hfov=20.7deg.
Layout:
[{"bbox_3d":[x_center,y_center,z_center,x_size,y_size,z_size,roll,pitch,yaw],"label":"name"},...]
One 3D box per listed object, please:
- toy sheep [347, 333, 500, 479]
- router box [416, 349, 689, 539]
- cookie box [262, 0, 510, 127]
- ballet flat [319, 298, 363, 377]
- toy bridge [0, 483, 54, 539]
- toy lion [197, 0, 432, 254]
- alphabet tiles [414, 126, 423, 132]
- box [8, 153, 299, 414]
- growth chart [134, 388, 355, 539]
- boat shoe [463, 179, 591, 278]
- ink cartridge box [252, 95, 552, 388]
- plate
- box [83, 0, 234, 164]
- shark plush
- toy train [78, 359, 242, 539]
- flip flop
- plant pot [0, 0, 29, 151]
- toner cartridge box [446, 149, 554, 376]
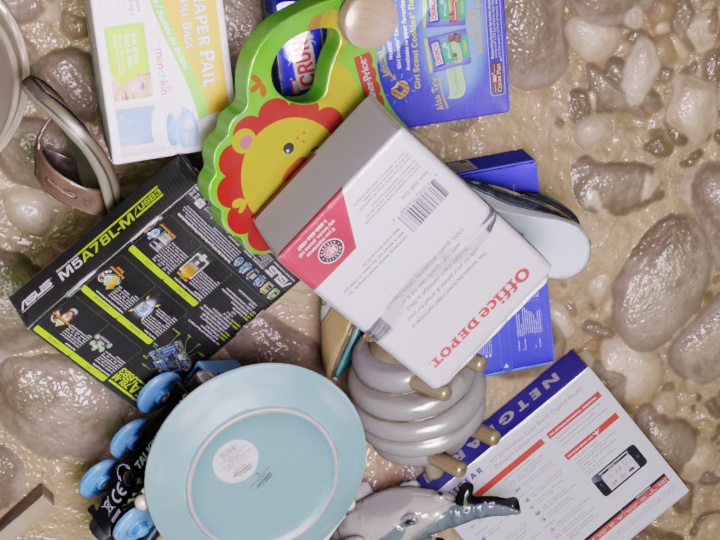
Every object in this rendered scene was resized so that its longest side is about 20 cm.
[{"bbox_3d":[0.054,0.114,1.769,0.138,0.138,0.200,-14,124,-8],"label":"toy sheep"},{"bbox_3d":[0.186,0.206,1.895,0.200,0.049,0.180,-39,112,2],"label":"router box"},{"bbox_3d":[0.020,-0.211,1.690,0.199,0.075,0.172,-9,113,-10],"label":"cookie box"},{"bbox_3d":[0.000,0.000,1.782,0.063,0.069,0.200,29,101,7],"label":"ballet flat"},{"bbox_3d":[-0.309,0.225,1.798,0.067,0.027,0.200,-40,113,5],"label":"toy bridge"},{"bbox_3d":[-0.048,-0.116,1.613,0.191,0.069,0.200,-24,118,-17],"label":"toy lion"},{"bbox_3d":[-0.020,-0.153,1.746,0.167,0.008,0.200,24,102,-20],"label":"alphabet tiles"},{"bbox_3d":[-0.172,0.016,1.699,0.193,0.048,0.200,-39,145,4],"label":"box"},{"bbox_3d":[-0.096,0.198,1.720,0.200,0.018,0.145,40,94,-30],"label":"growth chart"},{"bbox_3d":[0.102,-0.044,1.730,0.200,0.091,0.071,18,103,-3],"label":"boat shoe"},{"bbox_3d":[0.036,-0.020,1.609,0.144,0.084,0.200,-46,120,6],"label":"ink cartridge box"},{"bbox_3d":[-0.086,0.175,1.692,0.200,0.026,0.201,-8,114,-18],"label":"plate"},{"bbox_3d":[-0.171,-0.203,1.642,0.112,0.101,0.201,-10,111,-9],"label":"box"},{"bbox_3d":[0.052,0.232,1.844,0.200,0.091,0.083,-24,128,11],"label":"shark plush"},{"bbox_3d":[-0.167,0.167,1.766,0.114,0.087,0.200,2,129,-53],"label":"toy train"},{"bbox_3d":[-0.241,-0.077,1.663,0.057,0.081,0.200,-30,134,-12],"label":"flip flop"},{"bbox_3d":[-0.360,-0.136,1.577,0.200,0.184,0.201,-4,110,-11],"label":"plant pot"},{"bbox_3d":[0.120,-0.004,1.810,0.095,0.043,0.201,-10,110,-9],"label":"toner cartridge box"}]
